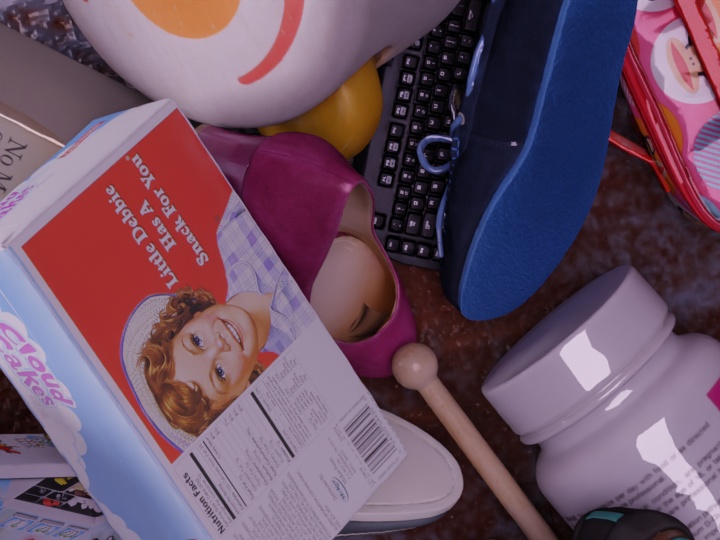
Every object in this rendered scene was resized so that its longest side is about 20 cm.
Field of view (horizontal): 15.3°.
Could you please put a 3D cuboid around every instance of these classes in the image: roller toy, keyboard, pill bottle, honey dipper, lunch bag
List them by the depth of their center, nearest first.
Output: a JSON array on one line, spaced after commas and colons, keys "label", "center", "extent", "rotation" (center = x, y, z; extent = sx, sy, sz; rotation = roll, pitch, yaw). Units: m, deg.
[{"label": "roller toy", "center": [-0.049, -0.162, 1.210], "extent": [0.182, 0.140, 0.200], "rotation": [29, 130, 21]}, {"label": "pill bottle", "center": [0.157, 0.103, 1.290], "extent": [0.113, 0.113, 0.200], "rotation": [-41, 96, -1]}, {"label": "lunch bag", "center": [0.181, -0.122, 1.300], "extent": [0.176, 0.082, 0.200], "rotation": [-25, 95, 1]}, {"label": "keyboard", "center": [0.034, -0.102, 1.305], "extent": [0.104, 0.040, 0.200], "rotation": [11, 92, -6]}, {"label": "honey dipper", "center": [0.079, 0.115, 1.310], "extent": [0.038, 0.038, 0.200], "rotation": [-35, 103, -2]}]

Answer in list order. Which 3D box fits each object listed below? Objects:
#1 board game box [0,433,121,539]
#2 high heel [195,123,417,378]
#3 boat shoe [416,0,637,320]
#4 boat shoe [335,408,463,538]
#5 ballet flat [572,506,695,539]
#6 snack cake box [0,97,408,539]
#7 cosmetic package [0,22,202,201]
[{"label": "board game box", "center": [-0.149, 0.135, 1.199], "extent": [0.200, 0.035, 0.126], "rotation": [2, 113, -39]}, {"label": "high heel", "center": [0.000, 0.000, 1.237], "extent": [0.067, 0.096, 0.200], "rotation": [-55, 139, -21]}, {"label": "boat shoe", "center": [0.079, -0.073, 1.281], "extent": [0.084, 0.069, 0.200], "rotation": [-2, 123, -42]}, {"label": "boat shoe", "center": [-0.052, 0.104, 1.310], "extent": [0.200, 0.073, 0.062], "rotation": [4, 136, -12]}, {"label": "ballet flat", "center": [0.138, 0.191, 1.251], "extent": [0.068, 0.068, 0.200], "rotation": [-27, 120, -30]}, {"label": "snack cake box", "center": [-0.080, 0.041, 1.167], "extent": [0.115, 0.067, 0.200], "rotation": [-44, 111, -34]}, {"label": "cosmetic package", "center": [-0.176, -0.053, 1.255], "extent": [0.200, 0.073, 0.104], "rotation": [26, 124, -4]}]
